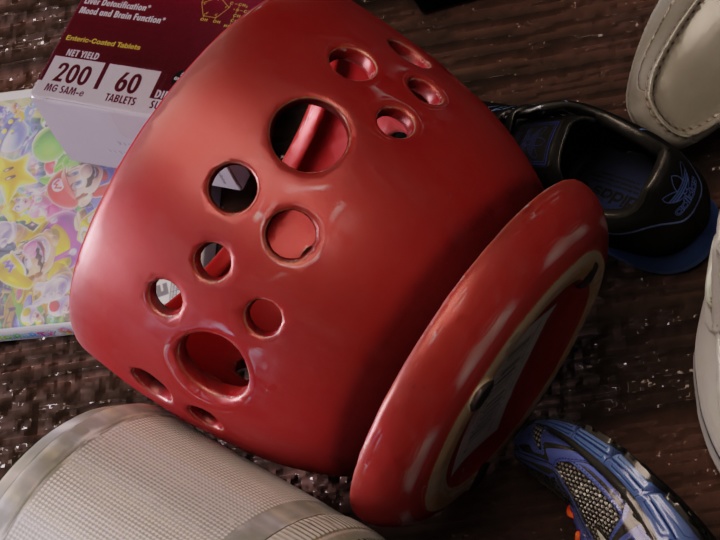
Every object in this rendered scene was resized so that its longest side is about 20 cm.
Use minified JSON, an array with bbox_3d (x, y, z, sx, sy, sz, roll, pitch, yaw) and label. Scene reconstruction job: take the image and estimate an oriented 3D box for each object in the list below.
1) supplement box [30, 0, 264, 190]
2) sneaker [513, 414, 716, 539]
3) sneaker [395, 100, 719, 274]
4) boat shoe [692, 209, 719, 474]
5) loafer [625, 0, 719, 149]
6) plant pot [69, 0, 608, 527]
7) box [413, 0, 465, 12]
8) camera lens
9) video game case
[{"bbox_3d":[-0.075,-0.145,1.398,0.109,0.061,0.200,10,60,26],"label":"supplement box"},{"bbox_3d":[0.124,0.141,1.185,0.078,0.075,0.200,-41,56,3],"label":"sneaker"},{"bbox_3d":[0.075,-0.055,1.297,0.200,0.078,0.070,14,70,27],"label":"sneaker"},{"bbox_3d":[0.183,0.004,1.231,0.073,0.067,0.200,-5,64,20],"label":"boat shoe"},{"bbox_3d":[0.201,-0.141,1.285,0.200,0.070,0.070,-52,14,-7],"label":"loafer"},{"bbox_3d":[0.000,0.000,1.209,0.182,0.200,0.201,33,80,14],"label":"plant pot"},{"bbox_3d":[0.112,-0.222,1.387,0.200,0.040,0.137,-13,62,16],"label":"box"},{"bbox_3d":[-0.072,0.163,1.200,0.200,0.160,0.160,27,78,31],"label":"camera lens"},{"bbox_3d":[-0.168,-0.032,1.420,0.200,0.018,0.143,-6,64,20],"label":"video game case"}]
